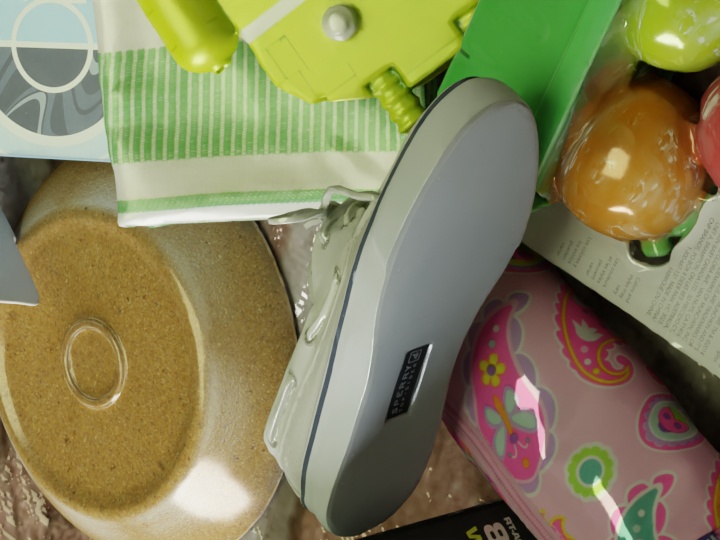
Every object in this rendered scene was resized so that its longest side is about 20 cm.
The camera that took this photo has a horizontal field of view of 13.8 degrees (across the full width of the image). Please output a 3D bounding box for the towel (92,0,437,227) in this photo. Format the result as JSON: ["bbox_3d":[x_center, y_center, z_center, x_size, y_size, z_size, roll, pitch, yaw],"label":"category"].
[{"bbox_3d":[-0.043,-0.121,1.257,0.151,0.023,0.202,-4,97,12],"label":"towel"}]

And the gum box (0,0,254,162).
[{"bbox_3d":[-0.128,-0.136,1.329,0.199,0.045,0.171,3,99,24],"label":"gum box"}]

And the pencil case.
[{"bbox_3d":[0.077,0.060,1.184,0.200,0.087,0.088,51,125,24],"label":"pencil case"}]

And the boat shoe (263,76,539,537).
[{"bbox_3d":[0.003,0.000,1.148,0.086,0.074,0.203,43,132,33],"label":"boat shoe"}]

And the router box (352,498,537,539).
[{"bbox_3d":[0.059,0.194,1.177,0.062,0.149,0.201,-37,73,38],"label":"router box"}]

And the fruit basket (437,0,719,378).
[{"bbox_3d":[0.138,-0.063,1.129,0.199,0.094,0.186,32,118,16],"label":"fruit basket"}]

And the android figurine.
[{"bbox_3d":[-0.013,-0.152,1.217,0.182,0.041,0.201,-33,87,13],"label":"android figurine"}]

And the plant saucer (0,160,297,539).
[{"bbox_3d":[-0.113,0.041,1.382,0.199,0.035,0.202,8,102,41],"label":"plant saucer"}]

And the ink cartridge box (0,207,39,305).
[{"bbox_3d":[-0.241,-0.038,1.403,0.067,0.117,0.201,-54,49,31],"label":"ink cartridge box"}]
